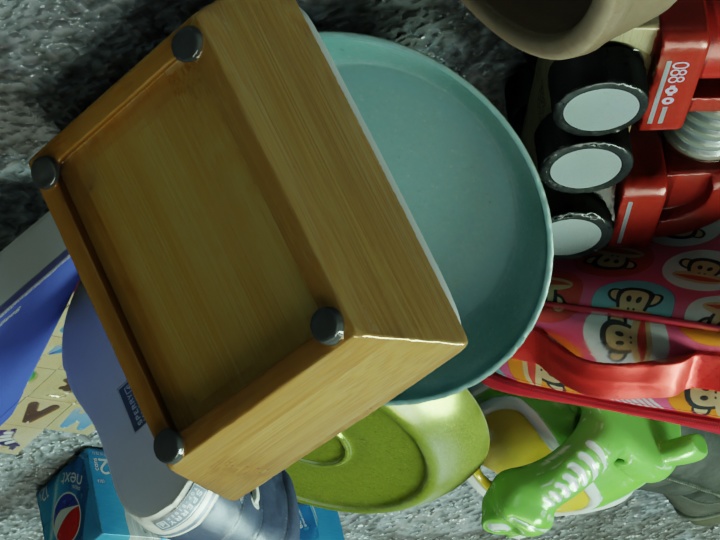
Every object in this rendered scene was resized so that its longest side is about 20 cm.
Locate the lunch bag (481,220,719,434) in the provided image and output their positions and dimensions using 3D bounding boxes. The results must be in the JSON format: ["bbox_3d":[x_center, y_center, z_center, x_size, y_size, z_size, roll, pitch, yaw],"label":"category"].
[{"bbox_3d":[0.160,0.020,1.109,0.200,0.176,0.082,10,121,24],"label":"lunch bag"}]

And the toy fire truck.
[{"bbox_3d":[0.179,-0.101,1.048,0.200,0.129,0.176,-2,150,-4],"label":"toy fire truck"}]

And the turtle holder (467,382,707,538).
[{"bbox_3d":[0.122,0.092,1.263,0.132,0.186,0.141,-31,135,23],"label":"turtle holder"}]

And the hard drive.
[{"bbox_3d":[-0.205,0.054,1.114,0.132,0.025,0.200,-46,173,-40],"label":"hard drive"}]

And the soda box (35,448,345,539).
[{"bbox_3d":[-0.110,0.169,1.407,0.200,0.064,0.068,10,142,-39],"label":"soda box"}]

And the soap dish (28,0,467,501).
[{"bbox_3d":[-0.059,-0.014,0.976,0.157,0.200,0.081,-36,163,32],"label":"soap dish"}]

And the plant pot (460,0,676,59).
[{"bbox_3d":[0.106,-0.203,0.778,0.175,0.200,0.200,-28,154,-15],"label":"plant pot"}]

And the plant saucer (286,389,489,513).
[{"bbox_3d":[-0.028,0.083,1.182,0.200,0.031,0.200,15,147,10],"label":"plant saucer"}]

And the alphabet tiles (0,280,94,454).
[{"bbox_3d":[-0.190,0.054,1.229,0.166,0.006,0.200,13,140,-40],"label":"alphabet tiles"}]

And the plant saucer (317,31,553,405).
[{"bbox_3d":[0.003,-0.029,1.052,0.200,0.200,0.036,-36,-172,32],"label":"plant saucer"}]

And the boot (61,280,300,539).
[{"bbox_3d":[-0.093,0.075,1.102,0.073,0.200,0.090,-38,131,16],"label":"boot"}]

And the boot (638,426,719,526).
[{"bbox_3d":[0.246,0.117,1.499,0.182,0.073,0.200,-32,140,23],"label":"boot"}]
